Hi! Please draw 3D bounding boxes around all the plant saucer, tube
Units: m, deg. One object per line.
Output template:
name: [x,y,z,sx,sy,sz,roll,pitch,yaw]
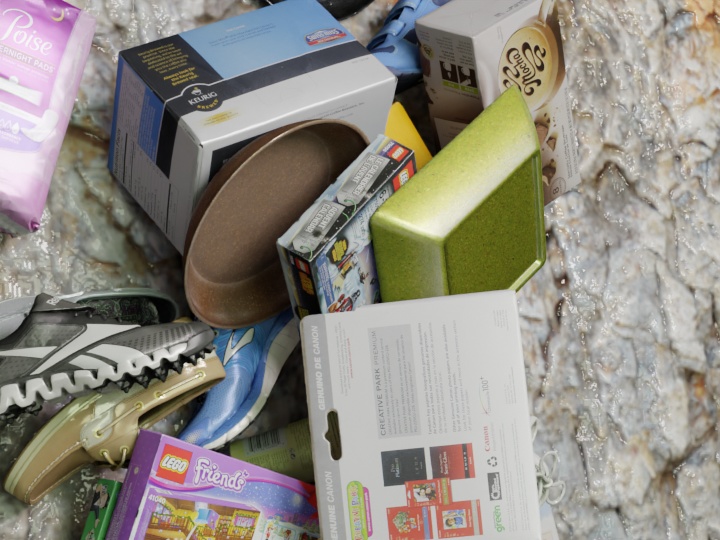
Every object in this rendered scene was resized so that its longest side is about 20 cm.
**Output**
plant saucer: [-0.073,-0.044,1.476,0.200,0.201,0.037,-28,53,-31]
tube: [-0.010,0.143,1.537,0.199,0.052,0.058,-18,102,2]
plant saucer: [0.098,-0.024,1.560,0.200,0.048,0.200,-43,144,-30]

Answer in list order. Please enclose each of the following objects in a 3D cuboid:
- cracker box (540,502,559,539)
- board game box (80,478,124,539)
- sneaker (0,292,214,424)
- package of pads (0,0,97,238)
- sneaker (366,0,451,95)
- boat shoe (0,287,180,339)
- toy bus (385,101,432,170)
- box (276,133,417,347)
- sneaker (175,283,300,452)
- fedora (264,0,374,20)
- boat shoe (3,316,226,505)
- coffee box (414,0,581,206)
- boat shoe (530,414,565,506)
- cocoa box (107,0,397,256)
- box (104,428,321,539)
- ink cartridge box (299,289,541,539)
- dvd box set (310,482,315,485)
cracker box: [0.123,0.300,1.633,0.134,0.058,0.201,-11,86,-31]
board game box: [-0.144,0.263,1.477,0.200,0.029,0.135,26,72,-35]
sneaker: [-0.214,0.055,1.399,0.199,0.066,0.091,-15,81,-5]
package of pads: [-0.295,-0.136,1.477,0.120,0.076,0.201,23,69,-27]
sneaker: [0.045,-0.215,1.694,0.200,0.074,0.082,-29,92,-38]
boat shoe: [-0.239,0.046,1.471,0.200,0.071,0.070,-11,85,-31]
toy bus: [0.049,-0.047,1.653,0.065,0.078,0.200,-35,97,-30]
box: [0.000,0.000,1.528,0.040,0.200,0.137,29,62,26]
sneaker: [-0.115,0.076,1.543,0.089,0.079,0.200,35,56,-11]
fedora: [-0.026,-0.329,1.661,0.200,0.092,0.201,7,75,-28]
boat shoe: [-0.193,0.122,1.453,0.200,0.074,0.066,-42,80,-8]
coffee box: [0.127,-0.151,1.670,0.113,0.080,0.201,-32,126,-32]
boat shoe: [0.139,0.180,1.596,0.086,0.202,0.075,11,110,2]
cocoa box: [-0.094,-0.124,1.531,0.200,0.134,0.131,-22,54,-32]
box: [-0.108,0.220,1.459,0.200,0.039,0.137,24,79,-35]
ink cartridge box: [0.048,0.125,1.467,0.175,0.084,0.201,-5,85,2]
dvd box set: [0.024,0.188,1.556,0.029,0.146,0.201,38,59,-55]
